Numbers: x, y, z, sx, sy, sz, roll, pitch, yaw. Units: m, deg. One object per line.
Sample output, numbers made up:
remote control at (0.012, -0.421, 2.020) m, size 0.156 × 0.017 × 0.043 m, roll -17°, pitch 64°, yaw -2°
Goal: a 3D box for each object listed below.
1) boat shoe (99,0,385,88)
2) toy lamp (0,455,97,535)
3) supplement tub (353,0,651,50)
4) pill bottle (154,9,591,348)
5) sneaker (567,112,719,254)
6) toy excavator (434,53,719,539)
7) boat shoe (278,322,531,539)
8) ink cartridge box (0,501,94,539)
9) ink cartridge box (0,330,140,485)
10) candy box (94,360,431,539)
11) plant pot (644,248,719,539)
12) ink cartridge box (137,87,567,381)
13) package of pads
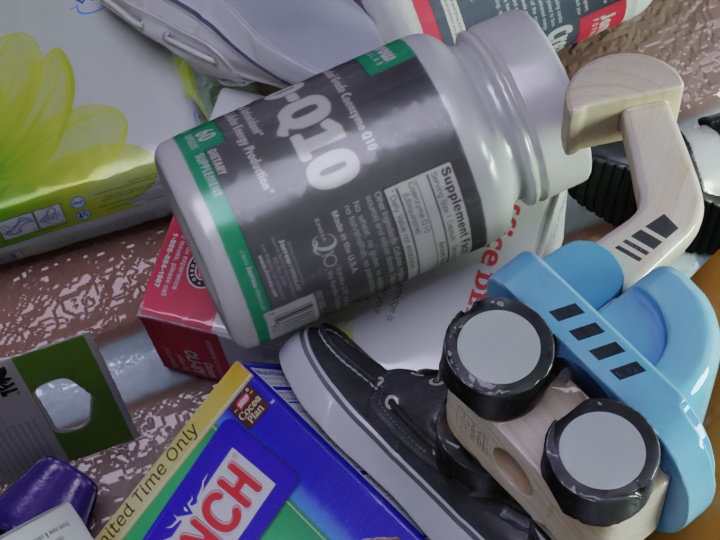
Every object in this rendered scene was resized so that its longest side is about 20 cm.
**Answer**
boat shoe at (-0.069, -0.137, 1.112) m, size 0.200 × 0.066 × 0.073 m, roll 36°, pitch 49°, yaw 25°
toy lamp at (-0.203, 0.188, 1.050) m, size 0.058 × 0.058 × 0.201 m, roll 27°, pitch 70°, yaw 17°
supplement tub at (0.083, -0.188, 1.151) m, size 0.199 × 0.141 × 0.141 m, roll -24°, pitch 64°, yaw -5°
pill bottle at (0.007, -0.049, 1.015) m, size 0.199 × 0.113 × 0.113 m, roll -24°, pitch 64°, yaw -7°
sneaker at (0.210, -0.058, 1.117) m, size 0.199 × 0.074 × 0.089 m, roll 11°, pitch 66°, yaw 0°
toy excavator at (0.114, 0.015, 0.907) m, size 0.200 × 0.100 × 0.195 m, roll -34°, pitch 63°, yaw -20°
boat shoe at (0.038, 0.080, 0.966) m, size 0.066 × 0.070 × 0.200 m, roll -52°, pitch 51°, yaw 11°
ink cartridge box at (-0.149, 0.234, 0.942) m, size 0.145 × 0.084 × 0.201 m, roll -35°, pitch 85°, yaw 23°
ink cartridge box at (-0.230, 0.063, 1.062) m, size 0.199 × 0.148 × 0.076 m, roll -17°, pitch 63°, yaw -4°
candy box at (-0.032, 0.170, 0.999) m, size 0.200 × 0.077 × 0.169 m, roll 42°, pitch 100°, yaw 24°
plant pot at (0.188, 0.115, 0.981) m, size 0.183 × 0.200 × 0.200 m, roll -44°, pitch 67°, yaw 3°
ink cartridge box at (0.000, 0.000, 1.102) m, size 0.199 × 0.084 × 0.146 m, roll 14°, pitch 66°, yaw 13°
package of pads at (-0.174, -0.112, 1.183) m, size 0.154 × 0.068 × 0.201 m, roll -16°, pitch 64°, yaw -1°
